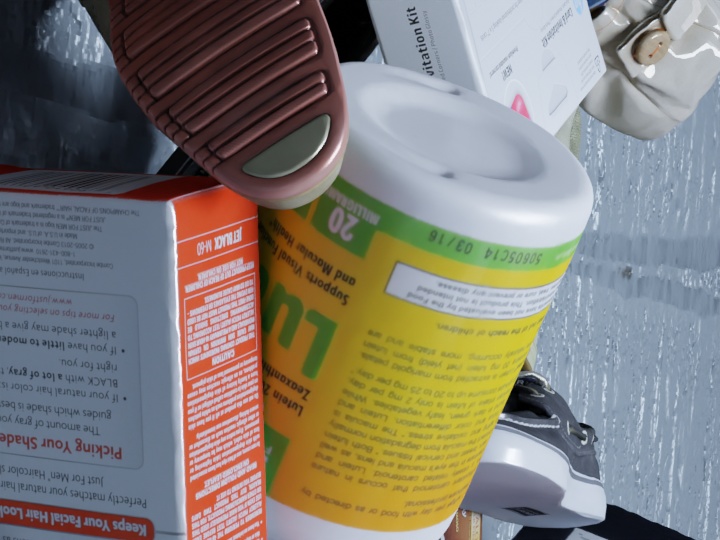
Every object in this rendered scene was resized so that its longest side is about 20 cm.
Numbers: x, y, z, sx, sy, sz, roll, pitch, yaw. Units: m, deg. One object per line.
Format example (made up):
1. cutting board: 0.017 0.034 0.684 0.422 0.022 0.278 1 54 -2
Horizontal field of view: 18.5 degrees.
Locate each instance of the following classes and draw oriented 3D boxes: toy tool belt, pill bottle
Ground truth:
1. toy tool belt: 0.098 -0.159 1.131 0.123 0.200 0.125 12 124 -39
2. pill bottle: -0.002 0.036 0.805 0.111 0.111 0.200 -31 146 -62

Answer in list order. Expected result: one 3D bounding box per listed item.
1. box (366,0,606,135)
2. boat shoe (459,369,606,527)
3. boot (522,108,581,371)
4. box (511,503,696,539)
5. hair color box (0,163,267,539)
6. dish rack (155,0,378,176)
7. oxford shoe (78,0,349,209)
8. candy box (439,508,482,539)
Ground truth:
1. box: 0.039 -0.148 0.888 0.156 0.041 0.200 -49 124 -60
2. boat shoe: 0.079 0.082 1.071 0.200 0.070 0.066 30 57 -64
3. boot: 0.064 -0.052 1.145 0.200 0.072 0.155 65 36 -51
4. box: 0.102 0.242 1.165 0.148 0.104 0.200 -38 144 -60
5. hair color box: -0.093 0.067 0.761 0.064 0.111 0.200 -20 112 -62
6. dish rack: 0.000 0.000 0.915 0.200 0.055 0.153 48 68 -27
7. oxford shoe: -0.052 -0.081 0.768 0.200 0.071 0.074 58 -5 41
8. candy box: -0.001 0.107 1.041 0.200 0.056 0.117 -8 100 -67
